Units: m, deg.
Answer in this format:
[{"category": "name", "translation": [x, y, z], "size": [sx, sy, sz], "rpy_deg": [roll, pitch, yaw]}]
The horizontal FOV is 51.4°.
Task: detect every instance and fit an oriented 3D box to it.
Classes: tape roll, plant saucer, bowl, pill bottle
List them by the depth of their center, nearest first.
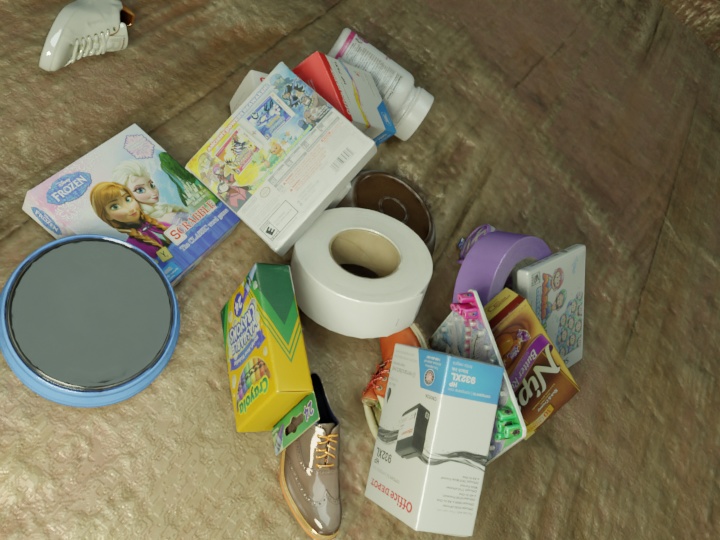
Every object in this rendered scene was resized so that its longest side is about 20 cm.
[{"category": "bowl", "translation": [-0.303, 0.052, 0.847], "size": [0.199, 0.039, 0.203], "rpy_deg": [9, 66, -21]}, {"category": "tape roll", "translation": [0.000, 0.000, 1.064], "size": [0.200, 0.071, 0.203], "rpy_deg": [10, 41, -8]}, {"category": "tape roll", "translation": [0.227, 0.042, 1.161], "size": [0.199, 0.065, 0.202], "rpy_deg": [-14, 110, -44]}, {"category": "plant saucer", "translation": [0.048, -0.092, 1.238], "size": [0.199, 0.032, 0.202], "rpy_deg": [18, 50, -23]}, {"category": "pill bottle", "translation": [0.024, -0.326, 1.329], "size": [0.199, 0.113, 0.114], "rpy_deg": [33, 46, -12]}]

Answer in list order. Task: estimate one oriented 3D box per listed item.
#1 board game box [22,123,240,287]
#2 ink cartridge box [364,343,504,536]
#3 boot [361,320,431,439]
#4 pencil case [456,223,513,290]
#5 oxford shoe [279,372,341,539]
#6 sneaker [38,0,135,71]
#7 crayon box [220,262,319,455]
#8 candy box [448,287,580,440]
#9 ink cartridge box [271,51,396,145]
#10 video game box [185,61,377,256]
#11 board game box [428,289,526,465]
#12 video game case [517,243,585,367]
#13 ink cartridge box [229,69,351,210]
[{"category": "board game box", "translation": [-0.290, -0.074, 0.977], "size": [0.199, 0.041, 0.200], "rpy_deg": [41, 45, -3]}, {"category": "ink cartridge box", "translation": [0.087, 0.201, 0.915], "size": [0.083, 0.145, 0.202], "rpy_deg": [14, 85, -24]}, {"category": "boot", "translation": [0.045, 0.146, 1.038], "size": [0.106, 0.075, 0.202], "rpy_deg": [2, 60, -28]}, {"category": "pencil case", "translation": [0.262, 0.002, 1.284], "size": [0.199, 0.084, 0.086], "rpy_deg": [32, 72, -11]}, {"category": "oxford shoe", "translation": [-0.057, 0.221, 0.907], "size": [0.071, 0.073, 0.201], "rpy_deg": [2, 59, -34]}, {"category": "sneaker", "translation": [-0.386, -0.341, 1.079], "size": [0.084, 0.073, 0.201], "rpy_deg": [29, 46, -11]}, {"category": "crayon box", "translation": [-0.115, 0.109, 0.909], "size": [0.051, 0.126, 0.202], "rpy_deg": [4, 57, -32]}, {"category": "candy box", "translation": [0.226, 0.138, 1.084], "size": [0.116, 0.056, 0.200], "rpy_deg": [-40, 120, -6]}, {"category": "ink cartridge box", "translation": [-0.036, -0.254, 1.136], "size": [0.199, 0.067, 0.117], "rpy_deg": [-4, 68, -60]}, {"category": "video game box", "translation": [-0.109, -0.153, 1.025], "size": [0.182, 0.047, 0.200], "rpy_deg": [43, 88, 10]}, {"category": "board game box", "translation": [0.134, 0.159, 1.001], "size": [0.026, 0.200, 0.201], "rpy_deg": [-4, 61, -22]}, {"category": "video game case", "translation": [0.304, 0.075, 1.187], "size": [0.181, 0.024, 0.202], "rpy_deg": [-19, 112, -43]}, {"category": "ink cartridge box", "translation": [-0.111, -0.198, 1.160], "size": [0.144, 0.084, 0.202], "rpy_deg": [7, 55, -34]}]
